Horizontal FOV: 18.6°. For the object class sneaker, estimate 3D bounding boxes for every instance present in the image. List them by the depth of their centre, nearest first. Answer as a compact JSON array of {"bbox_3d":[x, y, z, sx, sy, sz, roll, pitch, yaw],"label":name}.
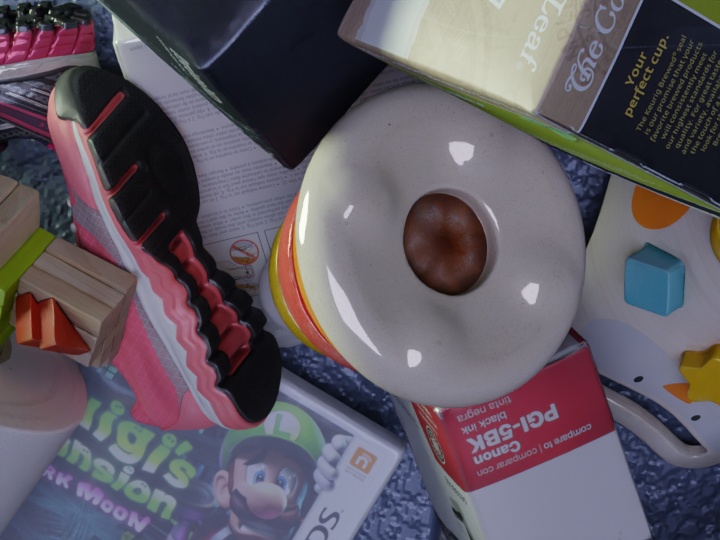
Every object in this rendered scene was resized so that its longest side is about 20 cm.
[{"bbox_3d":[-0.118,-0.002,1.089,0.087,0.074,0.200,-15,108,30],"label":"sneaker"},{"bbox_3d":[-0.229,-0.084,1.099,0.199,0.081,0.075,-5,108,2],"label":"sneaker"}]

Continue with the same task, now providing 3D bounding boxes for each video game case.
[{"bbox_3d":[-0.104,0.116,1.169,0.200,0.023,0.182,31,105,2],"label":"video game case"}]

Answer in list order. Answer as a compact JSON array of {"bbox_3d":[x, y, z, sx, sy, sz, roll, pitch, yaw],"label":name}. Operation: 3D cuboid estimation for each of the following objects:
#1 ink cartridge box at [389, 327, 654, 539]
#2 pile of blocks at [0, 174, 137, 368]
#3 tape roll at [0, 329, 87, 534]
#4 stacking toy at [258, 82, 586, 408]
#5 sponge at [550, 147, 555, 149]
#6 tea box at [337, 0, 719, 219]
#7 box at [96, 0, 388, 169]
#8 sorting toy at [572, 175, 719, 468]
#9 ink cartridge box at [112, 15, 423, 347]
[{"bbox_3d":[0.085,0.116,1.104,0.083,0.147,0.200,-23,110,-7],"label":"ink cartridge box"},{"bbox_3d":[-0.196,-0.016,1.042,0.200,0.062,0.082,45,136,-8],"label":"pile of blocks"},{"bbox_3d":[-0.254,0.066,1.081,0.202,0.203,0.139,34,104,-9],"label":"tape roll"},{"bbox_3d":[0.000,0.000,1.051,0.146,0.200,0.147,5,79,-27],"label":"stacking toy"},{"bbox_3d":[0.136,-0.111,1.027,0.199,0.030,0.112,3,86,14],"label":"sponge"},{"bbox_3d":[0.133,-0.138,0.896,0.197,0.134,0.200,23,93,-42],"label":"tea box"},{"bbox_3d":[-0.081,-0.166,0.972,0.200,0.197,0.117,41,89,13],"label":"box"},{"bbox_3d":[0.184,0.031,1.113,0.200,0.107,0.180,33,135,-13],"label":"sorting toy"},{"bbox_3d":[-0.024,-0.061,1.131,0.160,0.050,0.200,-13,124,5],"label":"ink cartridge box"}]
